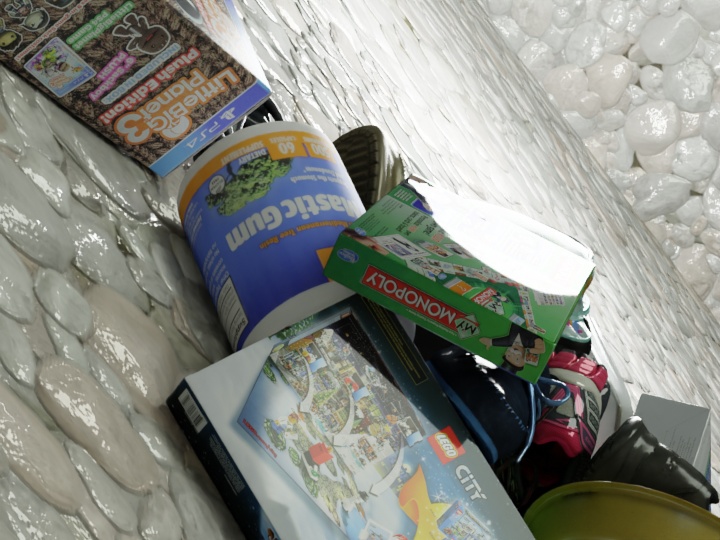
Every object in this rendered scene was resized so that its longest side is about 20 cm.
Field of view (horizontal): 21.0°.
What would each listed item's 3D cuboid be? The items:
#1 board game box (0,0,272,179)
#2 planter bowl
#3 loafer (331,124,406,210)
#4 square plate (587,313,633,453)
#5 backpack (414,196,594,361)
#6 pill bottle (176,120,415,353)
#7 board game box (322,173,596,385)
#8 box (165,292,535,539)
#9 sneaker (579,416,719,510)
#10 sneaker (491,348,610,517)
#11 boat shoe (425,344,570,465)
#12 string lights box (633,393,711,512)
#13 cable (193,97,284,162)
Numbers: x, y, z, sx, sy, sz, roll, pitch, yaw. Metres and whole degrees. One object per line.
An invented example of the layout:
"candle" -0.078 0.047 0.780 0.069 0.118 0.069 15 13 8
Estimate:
"board game box" -0.168 -0.182 1.233 0.200 0.097 0.160 37 22 -50
"planter bowl" 0.170 0.226 1.167 0.201 0.200 0.084 50 51 -19
"loafer" 0.000 0.000 1.314 0.067 0.076 0.202 29 60 -47
"square plate" 0.188 0.130 1.602 0.201 0.028 0.199 -107 -166 -55
"backpack" 0.091 0.029 1.454 0.174 0.155 0.200 17 4 4
"pill bottle" -0.032 0.016 1.195 0.112 0.112 0.201 34 25 -54
"board game box" 0.064 -0.001 1.148 0.134 0.029 0.200 28 17 6
"box" 0.003 0.122 1.058 0.136 0.038 0.201 -25 77 -33
"sneaker" 0.167 0.190 1.263 0.090 0.201 0.076 33 45 14
"sneaker" 0.107 0.141 1.297 0.080 0.201 0.075 16 43 3
"boat shoe" 0.079 0.061 1.172 0.085 0.068 0.200 58 2 -9
"string lights box" 0.239 0.198 1.537 0.201 0.059 0.103 77 31 -53
"cable" -0.072 -0.061 1.395 0.163 0.051 0.201 21 40 -58
